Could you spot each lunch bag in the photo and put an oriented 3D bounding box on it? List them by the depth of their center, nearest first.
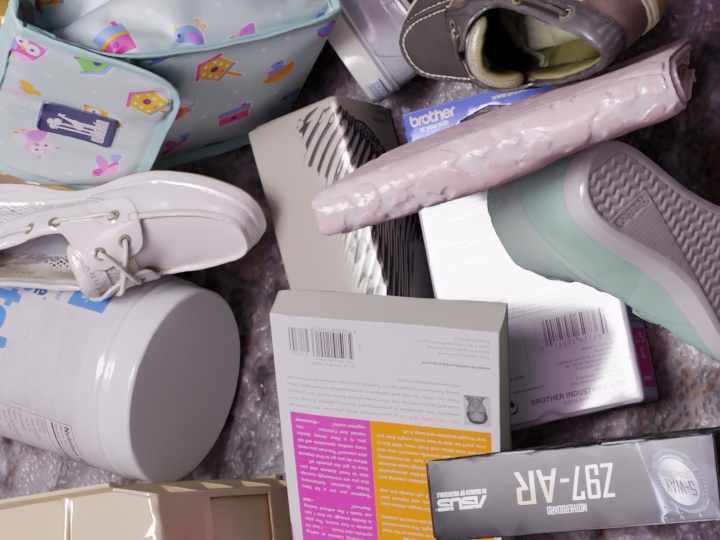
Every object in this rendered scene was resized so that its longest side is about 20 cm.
[{"bbox_3d":[-0.131,-0.130,1.268,0.123,0.199,0.170,63,154,15],"label":"lunch bag"}]

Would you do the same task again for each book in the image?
[{"bbox_3d":[0.020,0.108,1.223,0.133,0.048,0.201,4,122,12],"label":"book"}]

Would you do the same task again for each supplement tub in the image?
[{"bbox_3d":[-0.193,0.051,1.365,0.199,0.132,0.133,13,95,27],"label":"supplement tub"}]

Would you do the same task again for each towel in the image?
[{"bbox_3d":[0.086,-0.073,1.144,0.199,0.191,0.032,-21,95,15],"label":"towel"}]

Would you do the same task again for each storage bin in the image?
[{"bbox_3d":[-0.153,0.183,1.301,0.197,0.200,0.095,-11,81,27],"label":"storage bin"}]

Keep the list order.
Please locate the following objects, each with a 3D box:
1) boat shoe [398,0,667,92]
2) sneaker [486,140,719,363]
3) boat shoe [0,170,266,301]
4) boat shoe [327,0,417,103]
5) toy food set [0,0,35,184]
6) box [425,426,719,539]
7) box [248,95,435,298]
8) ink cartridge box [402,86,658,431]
[{"bbox_3d":[0.081,-0.133,1.180,0.200,0.066,0.072,-3,128,52],"label":"boat shoe"},{"bbox_3d":[0.161,-0.004,1.188,0.118,0.200,0.074,-4,52,58],"label":"sneaker"},{"bbox_3d":[-0.155,-0.012,1.279,0.198,0.071,0.070,-4,45,18],"label":"boat shoe"},{"bbox_3d":[-0.013,-0.200,1.320,0.071,0.070,0.202,-31,72,3],"label":"boat shoe"},{"bbox_3d":[-0.252,-0.144,1.370,0.143,0.060,0.201,23,107,5],"label":"toy food set"},{"bbox_3d":[0.149,0.111,1.142,0.159,0.200,0.044,-8,85,26],"label":"box"},{"bbox_3d":[0.000,0.000,1.292,0.068,0.082,0.201,-21,80,25],"label":"box"},{"bbox_3d":[0.100,-0.009,1.261,0.119,0.042,0.202,-14,85,25],"label":"ink cartridge box"}]
